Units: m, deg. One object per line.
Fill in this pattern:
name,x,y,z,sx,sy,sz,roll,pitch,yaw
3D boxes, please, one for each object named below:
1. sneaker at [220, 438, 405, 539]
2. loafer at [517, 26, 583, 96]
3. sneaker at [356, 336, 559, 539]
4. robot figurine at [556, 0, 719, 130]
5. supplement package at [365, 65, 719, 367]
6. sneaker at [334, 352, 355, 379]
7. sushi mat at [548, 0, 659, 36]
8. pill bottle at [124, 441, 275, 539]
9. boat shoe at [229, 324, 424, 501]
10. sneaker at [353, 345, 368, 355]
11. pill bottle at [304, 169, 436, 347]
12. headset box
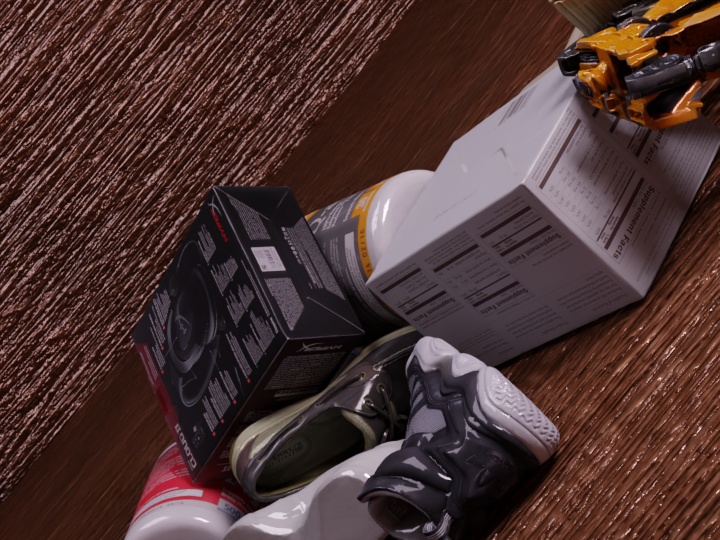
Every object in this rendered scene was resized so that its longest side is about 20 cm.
sneaker,-0.021,0.174,1.024,0.200,0.075,0.088,-36,2,42
loafer,0.202,-0.162,1.209,0.068,0.076,0.200,2,41,44
sneaker,0.043,0.110,0.911,0.114,0.075,0.200,-48,13,-6
robot figurine,0.219,-0.144,0.885,0.199,0.059,0.145,-27,22,-8
supplement package,0.123,-0.041,1.005,0.200,0.111,0.156,-32,21,55
sneaker,-0.023,0.053,1.386,0.081,0.115,0.199,-50,40,4
sushi mat,0.206,-0.171,0.987,0.095,0.012,0.199,-32,-27,21
pill bottle,-0.127,0.203,1.198,0.112,0.112,0.200,-46,11,16
boat shoe,-0.001,0.109,1.064,0.200,0.072,0.066,-30,23,-3
sneaker,0.067,-0.004,1.257,0.201,0.077,0.085,-60,20,-8
pill bottle,0.000,0.000,1.164,0.199,0.116,0.117,-20,30,50
headset box,-0.097,0.056,1.138,0.077,0.150,0.201,-2,-40,-36
